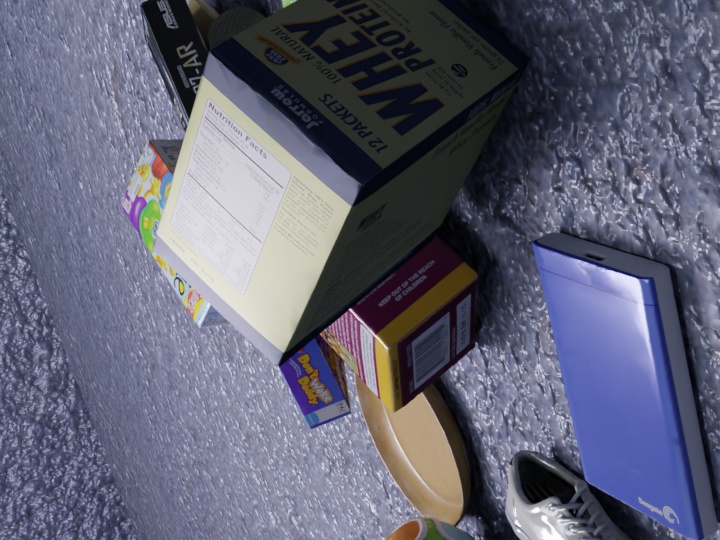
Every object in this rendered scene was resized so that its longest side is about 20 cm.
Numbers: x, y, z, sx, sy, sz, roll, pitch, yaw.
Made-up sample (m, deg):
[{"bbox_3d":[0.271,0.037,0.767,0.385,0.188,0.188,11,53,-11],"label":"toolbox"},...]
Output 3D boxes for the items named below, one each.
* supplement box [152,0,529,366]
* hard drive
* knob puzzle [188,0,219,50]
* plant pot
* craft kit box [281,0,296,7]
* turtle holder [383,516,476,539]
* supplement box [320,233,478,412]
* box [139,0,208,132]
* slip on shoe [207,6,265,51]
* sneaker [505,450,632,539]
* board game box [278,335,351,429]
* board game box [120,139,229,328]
[{"bbox_3d":[-0.018,-0.080,0.937,0.134,0.200,0.201,41,140,12],"label":"supplement box"},{"bbox_3d":[0.187,0.080,0.946,0.132,0.025,0.202,24,133,60],"label":"hard drive"},{"bbox_3d":[-0.134,-0.194,1.406,0.220,0.030,0.221,51,155,35],"label":"knob puzzle"},{"bbox_3d":[0.056,0.163,1.339,0.200,0.027,0.201,51,155,35],"label":"plant pot"},{"bbox_3d":[0.001,-0.184,1.086,0.197,0.048,0.202,27,136,55],"label":"craft kit box"},{"bbox_3d":[0.088,0.313,1.280,0.132,0.183,0.142,-104,30,-59],"label":"turtle holder"},{"bbox_3d":[0.000,0.000,1.141,0.200,0.103,0.131,46,163,23],"label":"supplement box"},{"bbox_3d":[-0.168,-0.183,1.336,0.200,0.043,0.162,-174,61,-82],"label":"box"},{"bbox_3d":[-0.087,-0.173,1.272,0.201,0.074,0.061,55,171,25],"label":"slip on shoe"},{"bbox_3d":[0.172,0.209,1.053,0.200,0.073,0.071,32,144,55],"label":"sneaker"},{"bbox_3d":[-0.061,0.042,1.324,0.201,0.044,0.135,-101,-12,-60],"label":"board game box"},{"bbox_3d":[-0.171,-0.045,1.508,0.201,0.104,0.104,53,128,30],"label":"board game box"}]
